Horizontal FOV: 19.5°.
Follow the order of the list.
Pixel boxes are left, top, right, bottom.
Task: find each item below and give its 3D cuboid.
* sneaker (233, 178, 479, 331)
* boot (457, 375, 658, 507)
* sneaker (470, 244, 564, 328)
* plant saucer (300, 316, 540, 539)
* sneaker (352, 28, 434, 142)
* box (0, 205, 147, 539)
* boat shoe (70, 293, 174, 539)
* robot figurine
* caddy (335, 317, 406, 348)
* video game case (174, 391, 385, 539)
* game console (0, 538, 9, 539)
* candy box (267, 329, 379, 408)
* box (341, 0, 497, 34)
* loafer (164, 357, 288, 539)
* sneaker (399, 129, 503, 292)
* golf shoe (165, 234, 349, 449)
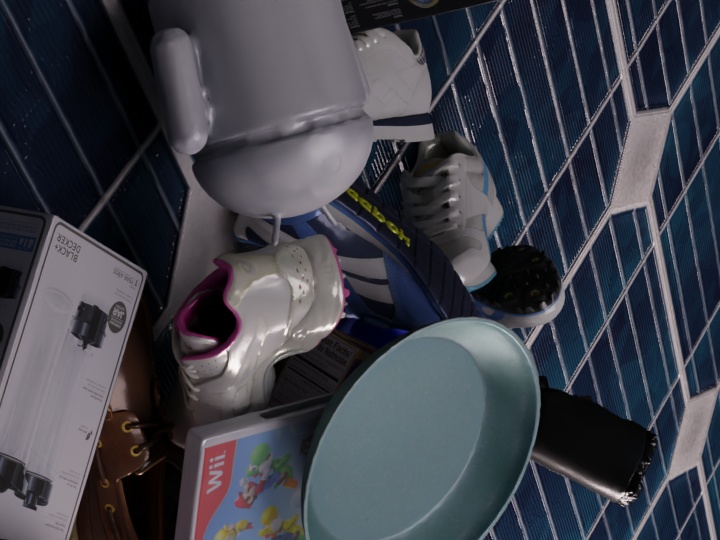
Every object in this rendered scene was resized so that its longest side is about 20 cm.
[{"bbox_3d":[0.000,0.000,1.426,0.082,0.200,0.074,-44,-169,21],"label":"sneaker"},{"bbox_3d":[0.133,0.118,1.510,0.074,0.162,0.198,-60,180,10],"label":"boot"},{"bbox_3d":[0.098,0.022,1.582,0.072,0.200,0.073,-33,108,-20],"label":"sneaker"},{"bbox_3d":[0.032,0.116,1.357,0.199,0.036,0.201,-22,126,-34],"label":"plant saucer"},{"bbox_3d":[-0.013,-0.128,1.430,0.200,0.076,0.081,-10,104,-64],"label":"sneaker"},{"bbox_3d":[-0.198,0.074,1.191,0.117,0.060,0.201,35,67,-62],"label":"box"},{"bbox_3d":[-0.147,0.098,1.322,0.072,0.067,0.201,-31,133,-50],"label":"boat shoe"},{"bbox_3d":[-0.058,-0.118,1.252,0.169,0.113,0.201,-18,94,-44],"label":"robot figurine"},{"bbox_3d":[-0.009,0.091,1.524,0.142,0.105,0.200,-65,152,-12],"label":"caddy"},{"bbox_3d":[-0.035,0.148,1.352,0.199,0.017,0.144,-12,120,-40],"label":"video game case"},{"bbox_3d":[-0.222,0.184,1.141,0.200,0.176,0.031,38,45,-61],"label":"game console"},{"bbox_3d":[-0.031,0.144,1.411,0.117,0.056,0.201,28,93,-50],"label":"candy box"},{"bbox_3d":[0.054,-0.205,1.352,0.160,0.199,0.044,-39,113,-45],"label":"box"},{"bbox_3d":[-0.105,0.119,1.404,0.070,0.075,0.201,-4,111,-65],"label":"loafer"},{"bbox_3d":[0.058,-0.035,1.550,0.200,0.076,0.081,-77,145,-64],"label":"sneaker"},{"bbox_3d":[-0.088,0.045,1.296,0.091,0.076,0.200,0,142,-35],"label":"golf shoe"}]
